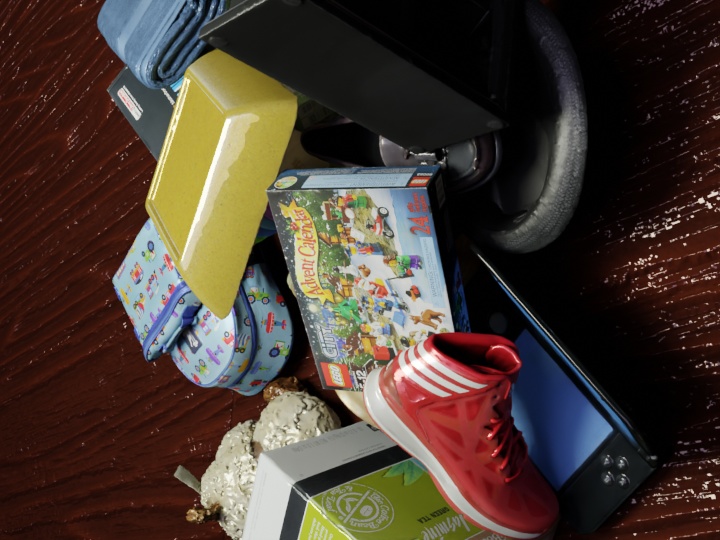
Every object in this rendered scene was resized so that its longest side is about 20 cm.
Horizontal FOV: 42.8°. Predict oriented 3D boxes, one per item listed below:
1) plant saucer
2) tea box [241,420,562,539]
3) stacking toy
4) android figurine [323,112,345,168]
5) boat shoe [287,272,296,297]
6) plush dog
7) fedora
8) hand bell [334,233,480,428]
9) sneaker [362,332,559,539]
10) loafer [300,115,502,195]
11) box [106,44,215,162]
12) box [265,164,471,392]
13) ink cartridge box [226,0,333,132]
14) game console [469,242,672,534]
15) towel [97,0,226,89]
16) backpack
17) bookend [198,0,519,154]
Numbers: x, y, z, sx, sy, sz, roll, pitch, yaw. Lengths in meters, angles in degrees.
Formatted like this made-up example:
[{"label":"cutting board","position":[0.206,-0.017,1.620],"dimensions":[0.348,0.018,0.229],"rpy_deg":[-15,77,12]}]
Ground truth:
[{"label":"plant saucer","position":[-0.137,-0.089,0.814],"dimensions":[0.200,0.048,0.201],"rpy_deg":[47,121,54]},{"label":"tea box","position":[0.032,0.241,0.812],"dimensions":[0.196,0.199,0.135],"rpy_deg":[33,119,37]},{"label":"stacking toy","position":[-0.114,-0.052,0.877],"dimensions":[0.200,0.085,0.086],"rpy_deg":[-35,71,43]},{"label":"android figurine","position":[-0.013,-0.106,0.875],"dimensions":[0.199,0.041,0.183],"rpy_deg":[18,84,51]},{"label":"boat shoe","position":[0.000,0.000,0.901],"dimensions":[0.199,0.074,0.067],"rpy_deg":[-30,69,45]},{"label":"plush dog","position":[-0.090,0.207,0.994],"dimensions":[0.172,0.160,0.200],"rpy_deg":[-50,58,11]},{"label":"fedora","position":[0.131,-0.117,0.725],"dimensions":[0.200,0.091,0.203],"rpy_deg":[19,114,50]},{"label":"hand bell","position":[0.063,0.041,0.840],"dimensions":[0.104,0.104,0.201],"rpy_deg":[45,117,32]},{"label":"sneaker","position":[0.106,0.128,0.718],"dimensions":[0.199,0.079,0.115],"rpy_deg":[38,130,-13]},{"label":"loafer","position":[0.026,-0.097,0.740],"dimensions":[0.199,0.063,0.073],"rpy_deg":[16,112,52]},{"label":"box","position":[-0.161,-0.180,0.957],"dimensions":[0.159,0.046,0.200],"rpy_deg":[-46,63,17]},{"label":"box","position":[0.013,0.013,0.749],"dimensions":[0.135,0.038,0.201],"rpy_deg":[1,123,24]},{"label":"ink cartridge box","position":[-0.052,-0.244,0.879],"dimensions":[0.145,0.048,0.201],"rpy_deg":[-34,66,-4]},{"label":"game console","position":[0.138,0.100,0.738],"dimensions":[0.200,0.116,0.177],"rpy_deg":[52,129,28]},{"label":"towel","position":[-0.200,-0.250,0.912],"dimensions":[0.112,0.048,0.200],"rpy_deg":[-54,40,8]},{"label":"backpack","position":[-0.172,0.047,1.048],"dimensions":[0.183,0.134,0.201],"rpy_deg":[-44,66,40]},{"label":"bookend","position":[0.013,-0.212,0.617],"dimensions":[0.092,0.198,0.202],"rpy_deg":[-11,65,46]}]
